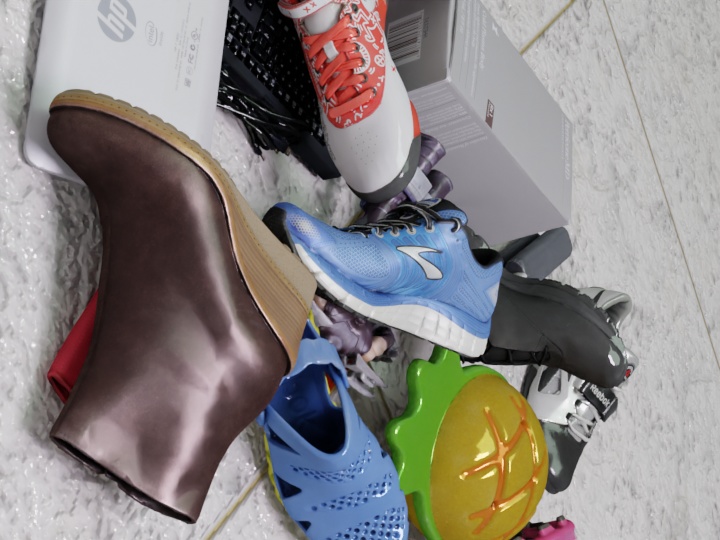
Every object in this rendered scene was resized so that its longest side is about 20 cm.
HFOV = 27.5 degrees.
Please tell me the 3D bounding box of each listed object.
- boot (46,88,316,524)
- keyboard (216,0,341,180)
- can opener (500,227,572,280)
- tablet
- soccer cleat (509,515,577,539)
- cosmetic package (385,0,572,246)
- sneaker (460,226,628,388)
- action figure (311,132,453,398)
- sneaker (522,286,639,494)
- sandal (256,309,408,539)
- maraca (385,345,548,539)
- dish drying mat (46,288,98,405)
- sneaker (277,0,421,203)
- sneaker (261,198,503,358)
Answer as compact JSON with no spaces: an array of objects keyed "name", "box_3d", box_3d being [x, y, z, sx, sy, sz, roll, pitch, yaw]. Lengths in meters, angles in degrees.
[{"name":"boot","box_3d":[-0.121,0.019,0.795,0.200,0.072,0.167,42,61,-23]},{"name":"keyboard","box_3d":[-0.050,-0.129,0.984,0.200,0.039,0.105,42,62,-44]},{"name":"can opener","box_3d":[0.122,-0.006,1.228,0.200,0.052,0.067,-25,102,-57]},{"name":"tablet","box_3d":[-0.131,-0.140,0.870,0.130,0.014,0.202,19,70,-43]},{"name":"soccer cleat","box_3d":[0.109,0.254,1.123,0.199,0.070,0.087,-19,89,-50]},{"name":"cosmetic package","box_3d":[0.085,-0.117,1.121,0.200,0.090,0.108,39,46,-43]},{"name":"sneaker","box_3d":[0.103,0.041,1.095,0.091,0.199,0.076,-53,163,-28]},{"name":"action figure","box_3d":[0.000,0.000,1.024,0.201,0.069,0.130,-59,138,-27]},{"name":"sneaker","box_3d":[0.196,0.098,1.288,0.074,0.088,0.202,45,48,-44]},{"name":"sandal","box_3d":[-0.026,0.106,0.919,0.079,0.087,0.201,-31,107,-9]},{"name":"maraca","box_3d":[0.071,0.129,1.053,0.200,0.106,0.138,46,57,-51]},{"name":"dish drying mat","box_3d":[-0.120,0.015,0.875,0.077,0.018,0.201,57,40,-31]},{"name":"sneaker","box_3d":[-0.020,-0.148,0.960,0.108,0.067,0.203,34,41,-51]},{"name":"sneaker","box_3d":[0.017,-0.012,0.939,0.199,0.078,0.090,20,92,-43]}]
